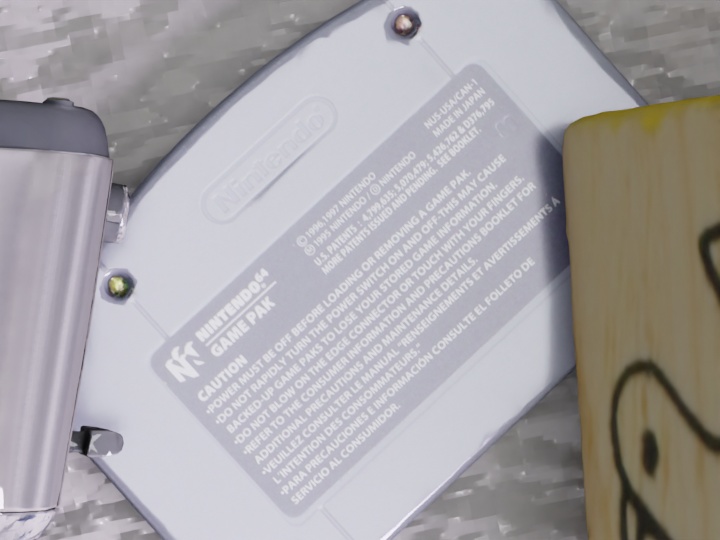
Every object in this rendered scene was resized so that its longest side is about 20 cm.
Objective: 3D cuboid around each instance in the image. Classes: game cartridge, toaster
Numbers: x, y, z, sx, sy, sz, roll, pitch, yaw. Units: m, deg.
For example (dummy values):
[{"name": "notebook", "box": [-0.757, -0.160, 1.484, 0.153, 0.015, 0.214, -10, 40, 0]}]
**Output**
[{"name": "game cartridge", "box": [0.000, 0.000, 0.817, 0.200, 0.041, 0.133, -42, 97, -5]}, {"name": "toaster", "box": [-0.163, 0.015, 0.733, 0.199, 0.114, 0.130, 3, 88, -13]}]

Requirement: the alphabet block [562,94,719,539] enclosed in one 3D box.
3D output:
[{"name": "alphabet block", "box": [0.185, 0.046, 0.740, 0.196, 0.195, 0.201, -4, 90, -23]}]
